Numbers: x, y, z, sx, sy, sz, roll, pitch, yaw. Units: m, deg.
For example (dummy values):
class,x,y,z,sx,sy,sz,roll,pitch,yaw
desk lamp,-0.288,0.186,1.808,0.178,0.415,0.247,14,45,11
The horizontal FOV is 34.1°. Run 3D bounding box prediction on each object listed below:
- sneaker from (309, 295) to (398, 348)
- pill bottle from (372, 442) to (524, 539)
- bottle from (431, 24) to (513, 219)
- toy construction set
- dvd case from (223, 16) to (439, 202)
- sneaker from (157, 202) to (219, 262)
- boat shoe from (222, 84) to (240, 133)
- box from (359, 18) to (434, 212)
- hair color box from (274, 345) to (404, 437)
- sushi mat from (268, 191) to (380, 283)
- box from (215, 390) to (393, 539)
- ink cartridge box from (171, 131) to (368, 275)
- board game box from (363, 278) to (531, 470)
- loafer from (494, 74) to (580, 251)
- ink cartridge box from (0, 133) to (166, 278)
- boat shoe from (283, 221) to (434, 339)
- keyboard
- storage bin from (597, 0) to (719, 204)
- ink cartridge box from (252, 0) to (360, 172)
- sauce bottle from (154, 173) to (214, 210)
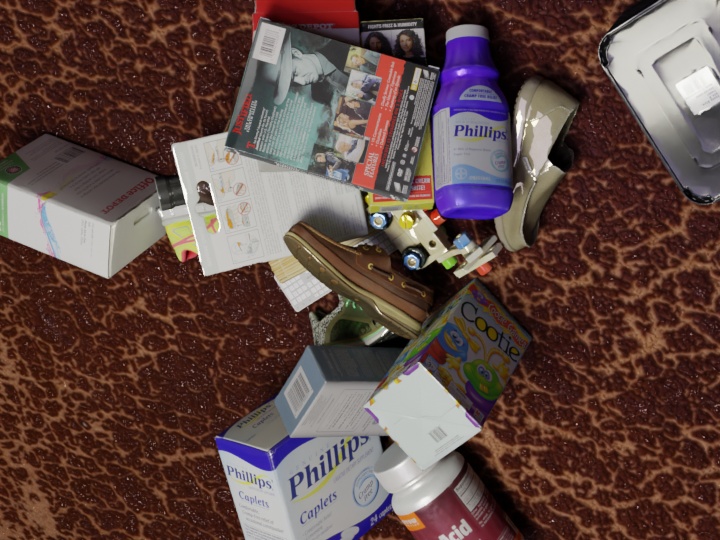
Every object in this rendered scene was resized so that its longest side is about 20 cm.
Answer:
class,x,y,z,sx,sy,sz,roll,pitch,yaw
sneaker,0.000,0.054,1.455,0.199,0.077,0.089,-28,81,36
pill bottle,0.112,0.306,1.503,0.114,0.114,0.201,-33,99,34
bottle,0.117,-0.157,1.240,0.065,0.083,0.202,151,120,-69
toy construction set,0.077,-0.072,1.338,0.131,0.092,0.201,-36,85,26
dvd case,-0.029,-0.167,1.219,0.198,0.022,0.148,15,81,-6
sneaker,-0.165,-0.051,1.467,0.199,0.078,0.091,-3,102,39
boat shoe,-0.116,-0.191,1.390,0.200,0.071,0.069,-42,64,42
box,0.038,-0.166,1.266,0.074,0.050,0.202,-2,85,0
hair color box,0.006,0.147,1.423,0.099,0.198,0.061,-57,45,31
sushi mat,-0.052,-0.061,1.448,0.199,0.012,0.096,-27,95,33
box,-0.066,0.262,1.512,0.104,0.183,0.202,8,120,43
ink cartridge box,-0.101,-0.095,1.339,0.198,0.050,0.164,-14,110,-4
board game box,0.104,0.116,1.355,0.103,0.200,0.105,46,126,-3
loafer,0.193,-0.108,1.274,0.068,0.076,0.202,17,121,23
ink cartridge box,-0.364,-0.085,1.506,0.198,0.145,0.088,19,123,15
boat shoe,0.000,0.000,1.340,0.199,0.068,0.072,36,168,-19
keyboard,-0.028,-0.014,1.467,0.199,0.011,0.056,-32,99,34
storage bin,0.342,-0.185,1.154,0.135,0.094,0.201,-29,101,34
ink cartridge box,-0.058,-0.213,1.267,0.115,0.067,0.202,-2,82,-6
sauce bottle,-0.142,-0.111,1.379,0.198,0.065,0.065,-12,115,-10
